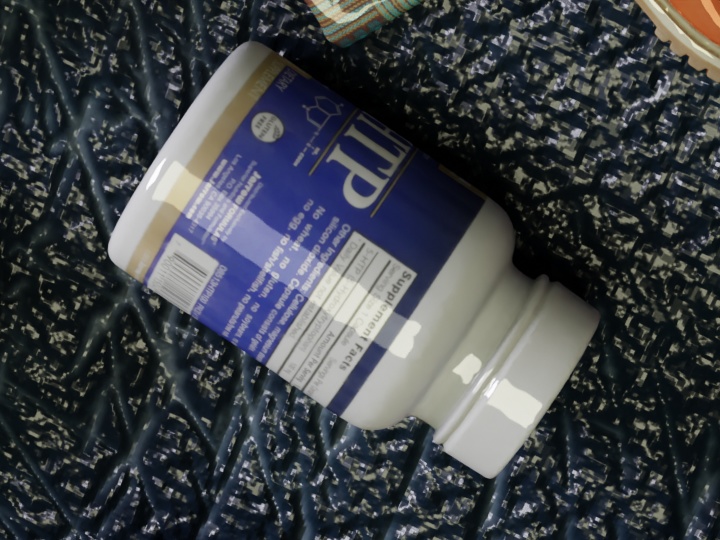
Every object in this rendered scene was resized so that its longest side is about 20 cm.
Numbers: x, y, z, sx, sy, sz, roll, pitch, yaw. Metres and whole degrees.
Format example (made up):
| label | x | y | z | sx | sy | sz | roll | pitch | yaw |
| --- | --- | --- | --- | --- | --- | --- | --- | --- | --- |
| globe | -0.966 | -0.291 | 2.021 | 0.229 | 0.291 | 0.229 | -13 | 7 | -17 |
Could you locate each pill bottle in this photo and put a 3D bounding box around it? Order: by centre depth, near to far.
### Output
| label | x | y | z | sx | sy | sz | roll | pitch | yaw |
| --- | --- | --- | --- | --- | --- | --- | --- | --- | --- |
| pill bottle | 0.000 | 0.000 | 1.236 | 0.200 | 0.120 | 0.120 | 34 | 118 | -1 |

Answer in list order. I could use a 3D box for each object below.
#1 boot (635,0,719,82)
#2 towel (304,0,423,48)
| label | x | y | z | sx | sy | sz | roll | pitch | yaw |
| --- | --- | --- | --- | --- | --- | --- | --- | --- | --- |
| boot | 0.151 | -0.147 | 1.142 | 0.200 | 0.075 | 0.107 | 36 | 119 | -14 |
| towel | 0.028 | -0.201 | 1.196 | 0.200 | 0.022 | 0.147 | -31 | 101 | 25 |
